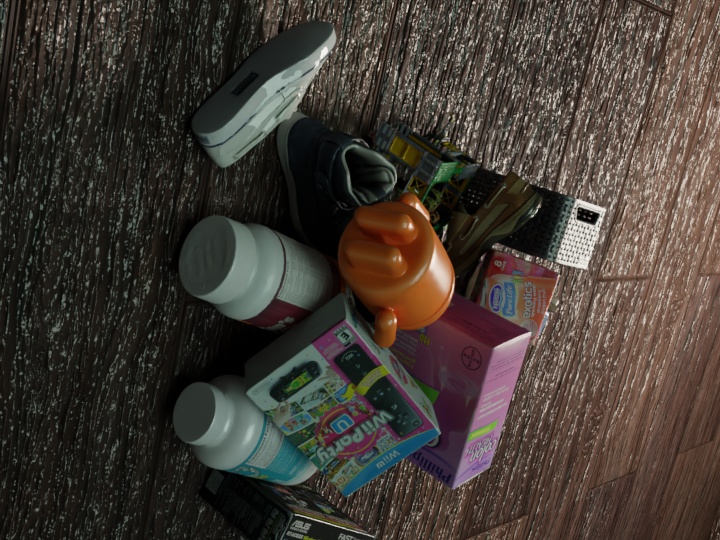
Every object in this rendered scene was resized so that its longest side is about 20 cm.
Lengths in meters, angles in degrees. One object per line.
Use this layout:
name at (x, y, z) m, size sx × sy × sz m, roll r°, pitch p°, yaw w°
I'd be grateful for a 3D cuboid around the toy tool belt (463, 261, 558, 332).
toy tool belt at (0.259, 0.063, 1.503) m, size 0.199 × 0.122 × 0.127 m, roll 15°, pitch 97°, yaw -51°

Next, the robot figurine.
robot figurine at (0.043, -0.001, 1.052) m, size 0.115 × 0.146 × 0.200 m, roll -26°, pitch 153°, yaw 8°

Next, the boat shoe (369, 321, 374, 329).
boat shoe at (0.003, 0.113, 1.261) m, size 0.198 × 0.071 × 0.069 m, roll -9°, pitch 74°, yaw -43°

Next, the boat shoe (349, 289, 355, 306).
boat shoe at (-0.027, 0.100, 1.163) m, size 0.074 × 0.075 × 0.206 m, roll -9°, pitch 79°, yaw -28°

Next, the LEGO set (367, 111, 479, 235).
LEGO set at (0.064, -0.124, 1.227) m, size 0.199 × 0.115 × 0.155 m, roll -25°, pitch 146°, yaw -54°

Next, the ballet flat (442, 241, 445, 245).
ballet flat at (0.088, 0.023, 1.345) m, size 0.199 × 0.069 × 0.070 m, roll -34°, pitch 131°, yaw -35°

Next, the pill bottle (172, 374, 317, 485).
pill bottle at (-0.136, 0.193, 1.132) m, size 0.199 × 0.110 × 0.112 m, roll 30°, pitch 85°, yaw -50°

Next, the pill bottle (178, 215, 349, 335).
pill bottle at (-0.109, 0.010, 1.073) m, size 0.199 × 0.109 × 0.111 m, roll 24°, pitch 90°, yaw -51°

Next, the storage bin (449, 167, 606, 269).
storage bin at (0.237, -0.079, 1.346) m, size 0.134 × 0.198 × 0.095 m, roll 9°, pitch 102°, yaw -49°

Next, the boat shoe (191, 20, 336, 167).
boat shoe at (-0.097, -0.193, 1.020) m, size 0.200 × 0.071 × 0.066 m, roll -49°, pitch 142°, yaw -19°

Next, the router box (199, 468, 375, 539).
router box at (-0.093, 0.323, 1.212) m, size 0.199 × 0.149 × 0.063 m, roll 34°, pitch 84°, yaw -50°

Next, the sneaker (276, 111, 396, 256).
sneaker at (-0.019, -0.080, 1.105) m, size 0.077 × 0.145 × 0.204 m, roll -43°, pitch 137°, yaw -27°

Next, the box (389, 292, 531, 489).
box at (0.099, 0.139, 1.192) m, size 0.096 × 0.174 × 0.203 m, roll -14°, pitch 125°, yaw -49°

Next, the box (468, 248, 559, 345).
box at (0.208, 0.031, 1.294) m, size 0.200 × 0.093 × 0.104 m, roll -30°, pitch 141°, yaw -84°

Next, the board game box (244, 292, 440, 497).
board game box at (-0.020, 0.149, 1.087) m, size 0.147 × 0.065 × 0.201 m, roll -35°, pitch 117°, yaw 9°

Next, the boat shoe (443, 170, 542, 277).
boat shoe at (0.155, -0.059, 1.264) m, size 0.199 × 0.074 × 0.076 m, roll -40°, pitch -178°, yaw 21°
